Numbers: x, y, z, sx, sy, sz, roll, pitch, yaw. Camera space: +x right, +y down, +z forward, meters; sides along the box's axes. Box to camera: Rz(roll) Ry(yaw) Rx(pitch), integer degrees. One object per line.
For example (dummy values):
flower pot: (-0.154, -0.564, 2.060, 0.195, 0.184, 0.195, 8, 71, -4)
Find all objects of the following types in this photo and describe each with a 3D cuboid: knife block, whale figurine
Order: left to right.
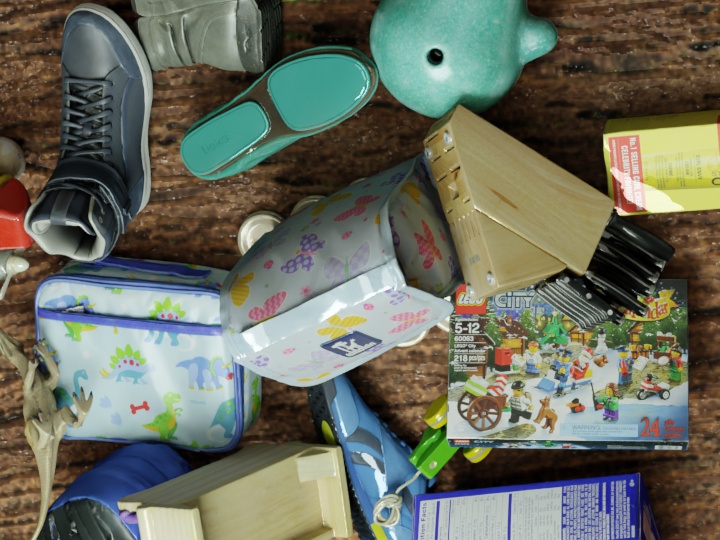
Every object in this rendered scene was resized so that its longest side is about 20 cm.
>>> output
whale figurine: (0.084, -0.214, 1.617, 0.158, 0.104, 0.201, 29, 114, 3)
knife block: (0.160, -0.046, 1.634, 0.174, 0.064, 0.202, -15, 84, -21)

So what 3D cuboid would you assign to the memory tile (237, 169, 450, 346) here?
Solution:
memory tile: (0.000, 0.000, 1.752, 0.198, 0.017, 0.155, -15, 103, 17)

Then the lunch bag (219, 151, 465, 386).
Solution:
lunch bag: (-0.011, 0.009, 1.640, 0.169, 0.200, 0.128, -26, 98, 20)

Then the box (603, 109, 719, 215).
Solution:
box: (0.298, -0.091, 1.638, 0.198, 0.050, 0.076, -3, 107, 14)

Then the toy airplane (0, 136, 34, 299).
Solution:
toy airplane: (-0.357, -0.072, 1.762, 0.200, 0.141, 0.200, 50, 147, 5)

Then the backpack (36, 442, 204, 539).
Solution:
backpack: (-0.176, 0.249, 1.778, 0.200, 0.168, 0.162, 49, 134, -7)

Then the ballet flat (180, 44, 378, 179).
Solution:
ballet flat: (-0.062, -0.138, 1.691, 0.199, 0.070, 0.068, -25, 94, 27)

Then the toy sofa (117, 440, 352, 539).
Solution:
toy sofa: (-0.104, 0.209, 1.701, 0.097, 0.199, 0.084, -2, 101, 39)

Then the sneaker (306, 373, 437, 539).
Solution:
sneaker: (0.015, 0.164, 1.781, 0.078, 0.066, 0.202, -24, 98, -15)

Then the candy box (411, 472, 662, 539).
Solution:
candy box: (0.157, 0.258, 1.730, 0.198, 0.078, 0.170, -7, 137, 16)

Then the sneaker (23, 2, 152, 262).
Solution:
sneaker: (-0.227, -0.105, 1.681, 0.076, 0.146, 0.204, 4, 119, 17)

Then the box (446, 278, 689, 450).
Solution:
box: (0.171, 0.077, 1.680, 0.198, 0.038, 0.138, 0, 75, 7)

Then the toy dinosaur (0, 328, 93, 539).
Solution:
toy dinosaur: (-0.270, 0.134, 1.740, 0.101, 0.058, 0.202, -39, 59, 56)

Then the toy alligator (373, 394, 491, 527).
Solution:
toy alligator: (0.078, 0.137, 1.746, 0.059, 0.054, 0.200, 41, 98, -15)

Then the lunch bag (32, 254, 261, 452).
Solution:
lunch bag: (-0.187, 0.070, 1.778, 0.198, 0.082, 0.162, 7, 108, 14)

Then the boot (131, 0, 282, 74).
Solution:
boot: (-0.134, -0.259, 1.679, 0.129, 0.068, 0.202, 6, 107, 17)
